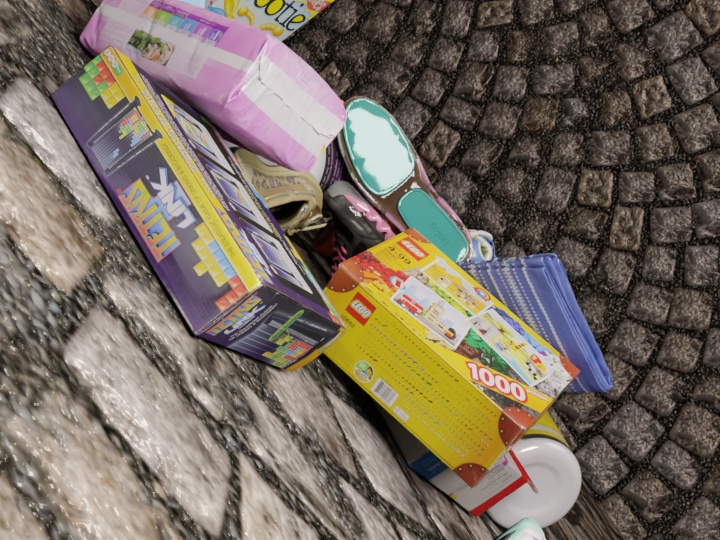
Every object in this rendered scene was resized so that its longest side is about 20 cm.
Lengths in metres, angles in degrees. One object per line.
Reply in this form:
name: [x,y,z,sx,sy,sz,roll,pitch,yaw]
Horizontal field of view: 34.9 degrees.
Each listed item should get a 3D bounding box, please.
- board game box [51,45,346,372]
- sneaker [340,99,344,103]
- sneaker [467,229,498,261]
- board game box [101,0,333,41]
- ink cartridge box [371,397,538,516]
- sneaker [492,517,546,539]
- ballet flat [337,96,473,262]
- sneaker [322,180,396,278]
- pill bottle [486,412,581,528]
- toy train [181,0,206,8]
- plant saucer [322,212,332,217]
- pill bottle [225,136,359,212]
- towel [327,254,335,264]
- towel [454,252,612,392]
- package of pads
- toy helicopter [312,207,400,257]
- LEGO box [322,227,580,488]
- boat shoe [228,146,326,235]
board game box: [-0.105,-0.035,0.775,0.200,0.057,0.165,56,9,21]
sneaker: [-0.049,-0.175,1.411,0.078,0.077,0.200,54,7,-15]
sneaker: [0.125,-0.008,1.316,0.200,0.077,0.076,-12,87,-71]
board game box: [-0.138,-0.274,1.152,0.105,0.200,0.103,58,8,31]
ink cartridge box: [0.089,0.159,1.102,0.200,0.067,0.116,46,11,-50]
sneaker: [0.146,0.268,0.886,0.140,0.078,0.200,55,7,17]
ballet flat: [0.040,-0.079,1.128,0.200,0.069,0.071,53,-5,1]
sneaker: [0.000,0.000,1.149,0.200,0.095,0.079,60,-2,-37]
pill bottle: [0.166,0.193,1.285,0.112,0.112,0.200,51,7,-23]
toy train: [-0.217,-0.289,1.004,0.200,0.085,0.116,52,-20,-19]
plant saucer: [-0.124,-0.156,1.324,0.200,0.048,0.200,50,7,-30]
pill bottle: [-0.055,-0.116,1.168,0.113,0.112,0.200,56,27,18]
towel: [0.025,0.052,1.421,0.200,0.023,0.144,49,7,-43]
towel: [0.133,0.049,1.060,0.200,0.024,0.145,-3,-59,53]
package of pads: [-0.117,-0.154,0.909,0.200,0.076,0.120,27,-9,38]
toy helicopter: [0.042,-0.055,1.252,0.079,0.133,0.200,39,-17,-24]
LEGO box: [0.069,0.068,0.979,0.200,0.077,0.149,41,29,12]
boat shoe: [-0.083,-0.056,1.017,0.063,0.073,0.200,61,19,15]
